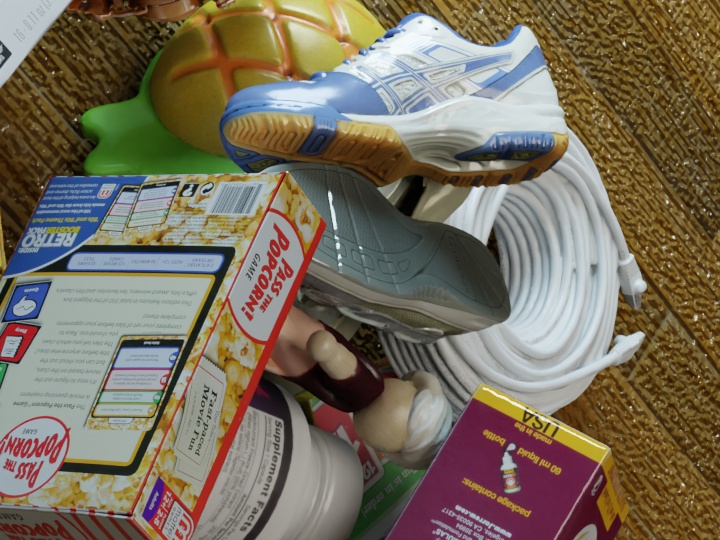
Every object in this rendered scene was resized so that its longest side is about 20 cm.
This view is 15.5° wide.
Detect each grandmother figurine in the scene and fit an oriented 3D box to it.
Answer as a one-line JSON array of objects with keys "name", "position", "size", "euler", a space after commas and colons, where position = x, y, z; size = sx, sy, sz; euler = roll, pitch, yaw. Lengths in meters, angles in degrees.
[{"name": "grandmother figurine", "position": [-0.033, 0.044, 1.414], "size": [0.200, 0.121, 0.061], "euler": [34, 95, -21]}]

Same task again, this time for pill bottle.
[{"name": "pill bottle", "position": [-0.098, 0.098, 1.427], "size": [0.200, 0.111, 0.111], "euler": [25, 71, -36]}]

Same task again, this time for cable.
[{"name": "cable", "position": [0.082, -0.006, 1.592], "size": [0.200, 0.069, 0.200], "euler": [-35, 113, -46]}]

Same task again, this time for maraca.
[{"name": "maraca", "position": [-0.063, -0.092, 1.465], "size": [0.200, 0.137, 0.107], "euler": [-38, 144, -32]}]

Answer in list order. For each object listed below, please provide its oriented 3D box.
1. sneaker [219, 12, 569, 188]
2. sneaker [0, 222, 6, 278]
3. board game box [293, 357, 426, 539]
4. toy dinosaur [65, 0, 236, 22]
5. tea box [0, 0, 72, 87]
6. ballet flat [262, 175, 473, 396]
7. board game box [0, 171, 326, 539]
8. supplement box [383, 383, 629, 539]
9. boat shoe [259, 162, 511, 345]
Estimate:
[{"name": "sneaker", "position": [0.013, -0.093, 1.414], "size": [0.200, 0.075, 0.088], "euler": [0, 70, -28]}, {"name": "sneaker", "position": [-0.204, 0.000, 1.359], "size": [0.073, 0.077, 0.200], "euler": [17, 79, -67]}, {"name": "board game box", "position": [0.022, 0.157, 1.580], "size": [0.096, 0.030, 0.200], "euler": [-22, 103, -39]}, {"name": "toy dinosaur", "position": [-0.100, -0.177, 1.412], "size": [0.200, 0.136, 0.102], "euler": [2, 119, -5]}, {"name": "tea box", "position": [-0.249, -0.177, 1.304], "size": [0.197, 0.134, 0.200], "euler": [48, 59, -26]}, {"name": "ballet flat", "position": [-0.014, -0.009, 1.483], "size": [0.069, 0.069, 0.200], "euler": [35, 97, -33]}, {"name": "board game box", "position": [-0.121, 0.043, 1.279], "size": [0.046, 0.151, 0.200], "euler": [53, 49, -42]}, {"name": "supplement box", "position": [0.057, 0.178, 1.428], "size": [0.200, 0.086, 0.110], "euler": [-58, 158, -14]}, {"name": "boat shoe", "position": [0.000, -0.001, 1.409], "size": [0.202, 0.065, 0.074], "euler": [18, 49, -50]}]
